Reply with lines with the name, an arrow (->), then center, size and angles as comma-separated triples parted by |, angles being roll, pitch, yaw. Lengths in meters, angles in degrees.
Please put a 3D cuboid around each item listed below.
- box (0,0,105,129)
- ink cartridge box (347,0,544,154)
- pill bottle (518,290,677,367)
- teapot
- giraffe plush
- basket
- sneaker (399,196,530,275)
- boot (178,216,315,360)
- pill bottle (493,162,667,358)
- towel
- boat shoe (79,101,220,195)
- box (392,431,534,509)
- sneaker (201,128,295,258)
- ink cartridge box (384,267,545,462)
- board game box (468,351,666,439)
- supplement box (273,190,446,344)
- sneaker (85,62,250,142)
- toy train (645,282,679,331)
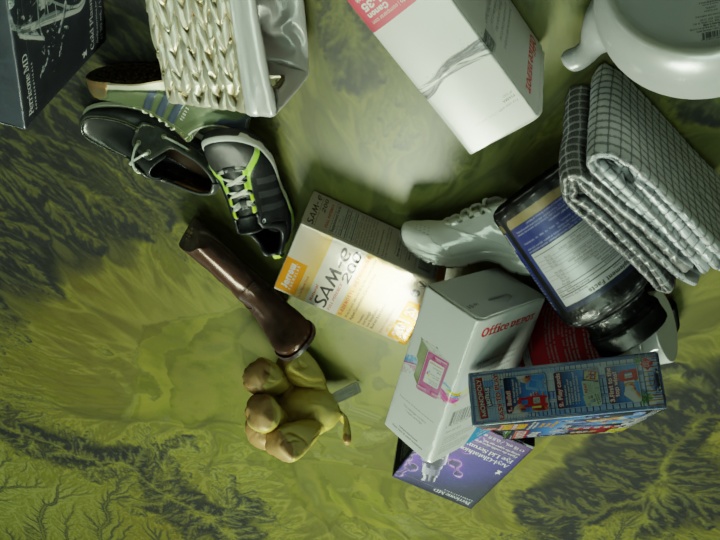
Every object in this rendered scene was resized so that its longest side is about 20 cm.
box -> -0.351, -0.288, 0.746 | 0.122, 0.198, 0.202 | 15, 133, 1
ink cartridge box -> 0.086, -0.234, 0.713 | 0.082, 0.148, 0.200 | -26, 120, 33
pill bottle -> 0.285, 0.086, 0.945 | 0.198, 0.113, 0.113 | -16, 126, 38
teapot -> 0.306, -0.231, 0.661 | 0.198, 0.200, 0.146 | -48, 153, 6
giraffe plush -> -0.119, 0.222, 1.185 | 0.197, 0.176, 0.161 | 5, 156, -38
basket -> -0.133, -0.268, 0.737 | 0.121, 0.136, 0.203 | 3, 124, 15
sneaker -> 0.146, -0.051, 0.922 | 0.196, 0.075, 0.089 | 3, 120, 3
boot -> -0.157, 0.020, 0.997 | 0.064, 0.186, 0.200 | -45, 116, -8
pill bottle -> 0.242, -0.011, 0.824 | 0.111, 0.112, 0.202 | -35, 90, 36
towel -> 0.288, -0.091, 0.774 | 0.199, 0.167, 0.085 | 38, 132, -17
boat shoe -> -0.258, -0.150, 0.932 | 0.197, 0.068, 0.072 | 22, 134, -3
box -> 0.155, 0.252, 1.149 | 0.146, 0.105, 0.201 | 22, 132, -6
sneaker -> -0.128, -0.086, 0.912 | 0.070, 0.084, 0.201 | -9, 145, 19
ink cartridge box -> 0.126, 0.109, 0.912 | 0.084, 0.143, 0.203 | 35, 121, 35
board game box -> 0.220, 0.151, 0.868 | 0.195, 0.063, 0.200 | -3, 161, 3
supplement box -> 0.000, 0.000, 0.989 | 0.197, 0.074, 0.127 | 23, 132, -6
sneaker -> -0.219, -0.191, 0.882 | 0.196, 0.068, 0.091 | 1, 126, 10
toy train -> 0.367, 0.012, 0.932 | 0.045, 0.034, 0.202 | -12, 127, 19
